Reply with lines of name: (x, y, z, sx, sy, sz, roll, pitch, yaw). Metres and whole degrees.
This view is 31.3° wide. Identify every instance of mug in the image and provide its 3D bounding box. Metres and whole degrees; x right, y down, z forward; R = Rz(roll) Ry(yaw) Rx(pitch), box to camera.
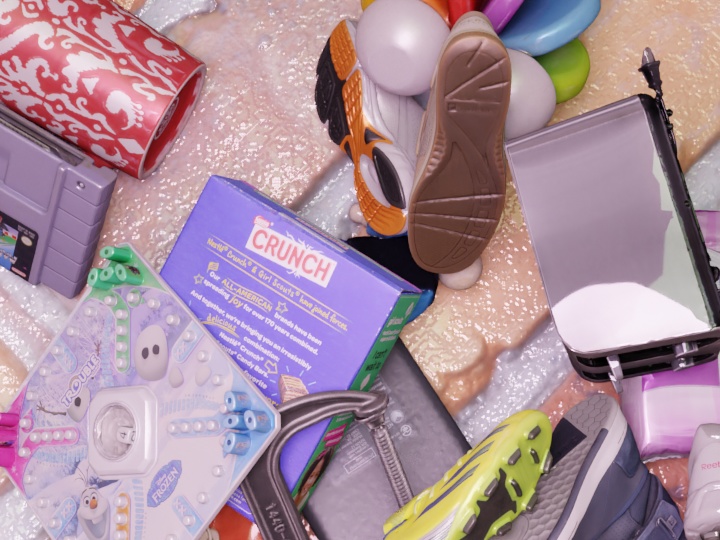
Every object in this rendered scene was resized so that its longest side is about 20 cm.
mug: (-0.242, -0.156, 1.047, 0.198, 0.178, 0.134, 30, 38, 0)

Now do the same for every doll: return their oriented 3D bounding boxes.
doll: (0.000, 0.000, 1.032, 0.197, 0.049, 0.138, -6, 47, 0)

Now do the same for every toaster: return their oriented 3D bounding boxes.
toaster: (0.184, -0.021, 0.921, 0.117, 0.181, 0.203, -16, 77, 8)

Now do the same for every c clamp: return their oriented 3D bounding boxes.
c clamp: (0.007, 0.162, 0.919, 0.169, 0.027, 0.202, -28, 113, -2)

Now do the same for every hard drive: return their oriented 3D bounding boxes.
hard drive: (0.011, 0.149, 1.005, 0.139, 0.033, 0.201, -31, 71, -8)

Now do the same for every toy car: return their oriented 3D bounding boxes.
toy car: (0.102, -0.214, 1.017, 0.198, 0.151, 0.176, 27, 47, 1)

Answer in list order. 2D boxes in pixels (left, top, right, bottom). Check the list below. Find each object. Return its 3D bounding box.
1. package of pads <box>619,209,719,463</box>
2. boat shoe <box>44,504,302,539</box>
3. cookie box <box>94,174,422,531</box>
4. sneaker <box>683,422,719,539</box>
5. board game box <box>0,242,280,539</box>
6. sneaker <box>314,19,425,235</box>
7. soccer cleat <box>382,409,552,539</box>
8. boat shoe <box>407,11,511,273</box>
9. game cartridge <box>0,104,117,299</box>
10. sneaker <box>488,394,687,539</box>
package of pads: (0.265, 0.054, 1.028, 0.119, 0.076, 0.203, 0, 78, -2)
boat shoe: (-0.143, 0.194, 0.991, 0.197, 0.063, 0.072, 2, 76, -3)
cookie box: (-0.077, 0.059, 0.953, 0.170, 0.075, 0.202, 31, 98, 12)
sneaker: (0.284, 0.170, 0.953, 0.077, 0.200, 0.101, -5, 62, 17)
board game box: (-0.175, 0.115, 0.917, 0.200, 0.026, 0.201, 45, 105, 28)
sneaker: (0.028, -0.119, 1.069, 0.091, 0.076, 0.202, -4, 64, -34)
soccer cleat: (0.056, 0.169, 0.882, 0.083, 0.065, 0.201, 26, 73, 46)
boat shoe: (0.075, -0.092, 0.964, 0.071, 0.065, 0.202, 5, 122, -1)
game cartridge: (-0.295, -0.071, 1.015, 0.198, 0.131, 0.038, 30, 34, 5)
sneaker: (0.165, 0.211, 0.927, 0.202, 0.076, 0.147, -46, 113, -34)
